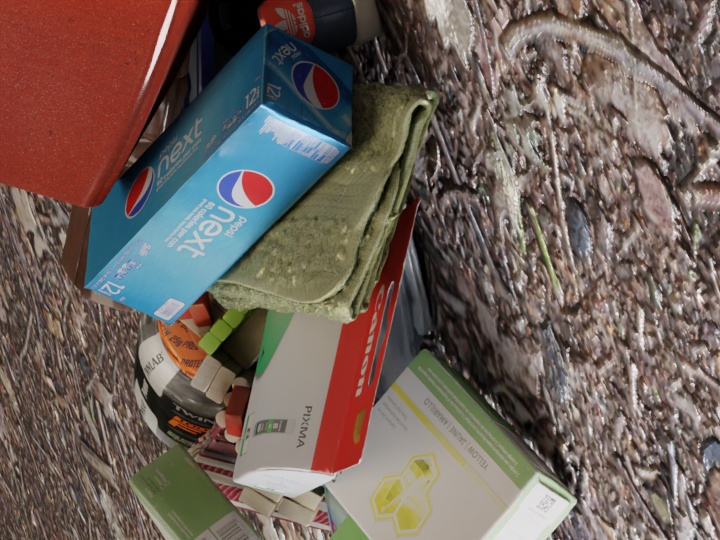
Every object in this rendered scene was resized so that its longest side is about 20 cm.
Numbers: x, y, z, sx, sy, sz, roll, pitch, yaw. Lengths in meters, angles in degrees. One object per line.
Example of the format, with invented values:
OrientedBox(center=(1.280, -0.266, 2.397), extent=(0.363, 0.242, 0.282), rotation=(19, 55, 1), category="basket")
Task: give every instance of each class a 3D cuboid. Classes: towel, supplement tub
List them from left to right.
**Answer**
OrientedBox(center=(-0.093, 0.054, 1.889), extent=(0.200, 0.122, 0.123), rotation=(108, 140, -73), category="supplement tub")
OrientedBox(center=(-0.050, 0.142, 1.888), extent=(0.200, 0.144, 0.023), rotation=(138, 148, -70), category="towel")
OrientedBox(center=(-0.027, -0.044, 1.623), extent=(0.200, 0.036, 0.149), rotation=(6, 74, 64), category="towel")

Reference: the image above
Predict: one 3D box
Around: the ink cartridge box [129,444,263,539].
OrientedBox(center=(-0.064, 0.221, 1.820), extent=(0.146, 0.048, 0.200), rotation=(42, 165, 47), category="ink cartridge box")

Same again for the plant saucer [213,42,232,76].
OrientedBox(center=(-0.098, -0.080, 1.934), extent=(0.201, 0.039, 0.201), rotation=(162, 90, -71), category="plant saucer")

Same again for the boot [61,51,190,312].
OrientedBox(center=(-0.181, -0.084, 1.849), extent=(0.186, 0.064, 0.200), rotation=(39, 126, 51), category="boot")

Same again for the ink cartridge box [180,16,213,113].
OrientedBox(center=(-0.132, -0.151, 1.866), extent=(0.200, 0.043, 0.197), rotation=(35, 129, 54), category="ink cartridge box")

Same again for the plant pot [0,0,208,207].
OrientedBox(center=(-0.190, -0.157, 1.658), extent=(0.200, 0.199, 0.177), rotation=(-69, -5, -59), category="plant pot")

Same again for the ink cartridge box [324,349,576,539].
OrientedBox(center=(0.020, 0.164, 1.621), extent=(0.048, 0.200, 0.146), rotation=(35, -172, -40), category="ink cartridge box")

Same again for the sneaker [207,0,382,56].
OrientedBox(center=(-0.061, -0.161, 1.676), extent=(0.200, 0.084, 0.075), rotation=(10, 118, 69), category="sneaker")

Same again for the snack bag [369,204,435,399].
OrientedBox(center=(0.000, 0.000, 1.762), extent=(0.189, 0.021, 0.200), rotation=(45, 151, 54), category="snack bag")

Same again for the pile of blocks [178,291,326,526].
OrientedBox(center=(-0.066, 0.069, 1.743), extent=(0.200, 0.082, 0.062), rotation=(65, -168, -4), category="pile of blocks")

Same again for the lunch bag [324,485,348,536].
OrientedBox(center=(0.052, 0.207, 1.718), extent=(0.200, 0.077, 0.161), rotation=(44, 150, 54), category="lunch bag")

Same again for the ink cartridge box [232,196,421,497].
OrientedBox(center=(-0.023, 0.044, 1.628), extent=(0.200, 0.050, 0.161), rotation=(136, 147, -75), category="ink cartridge box")

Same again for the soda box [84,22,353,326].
OrientedBox(center=(-0.085, -0.054, 1.627), extent=(0.200, 0.064, 0.068), rotation=(-42, 34, 39), category="soda box")
